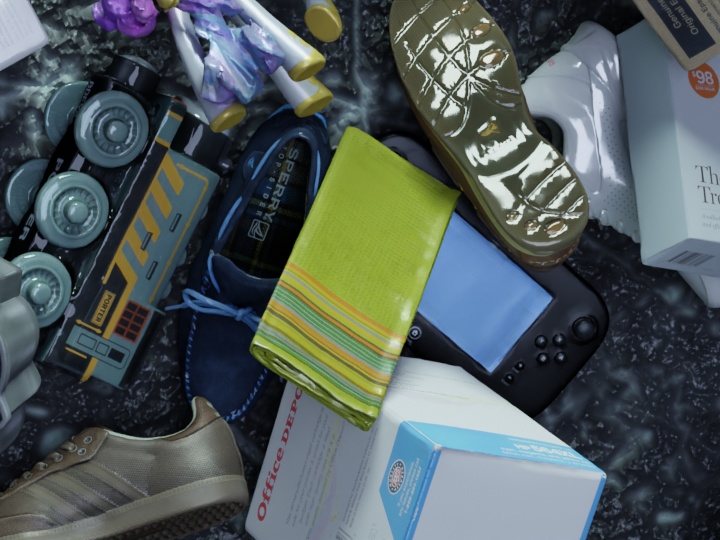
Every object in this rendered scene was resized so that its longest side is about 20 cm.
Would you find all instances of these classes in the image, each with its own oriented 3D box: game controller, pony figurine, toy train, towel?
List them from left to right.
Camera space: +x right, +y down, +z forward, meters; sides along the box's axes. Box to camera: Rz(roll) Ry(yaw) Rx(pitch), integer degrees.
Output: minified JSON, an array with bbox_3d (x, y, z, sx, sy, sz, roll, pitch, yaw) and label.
[{"bbox_3d":[-0.154,-0.025,1.714,0.114,0.085,0.201,28,86,-27],"label":"toy train"},{"bbox_3d":[-0.103,-0.178,1.645,0.166,0.193,0.200,-40,79,28],"label":"pony figurine"},{"bbox_3d":[0.000,0.000,1.678,0.086,0.018,0.200,34,45,-12],"label":"towel"},{"bbox_3d":[0.060,0.005,1.789,0.200,0.042,0.104,40,84,-14],"label":"game controller"}]

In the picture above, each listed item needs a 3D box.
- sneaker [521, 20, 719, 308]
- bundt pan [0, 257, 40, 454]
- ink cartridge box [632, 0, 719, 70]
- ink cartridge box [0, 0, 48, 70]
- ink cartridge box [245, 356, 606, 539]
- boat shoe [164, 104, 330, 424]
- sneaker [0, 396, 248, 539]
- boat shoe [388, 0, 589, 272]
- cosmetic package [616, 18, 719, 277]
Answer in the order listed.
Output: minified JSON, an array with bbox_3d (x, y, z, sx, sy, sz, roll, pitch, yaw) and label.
[{"bbox_3d":[0.164,-0.051,1.803,0.099,0.078,0.200,-34,93,-3],"label":"sneaker"},{"bbox_3d":[-0.266,0.039,1.649,0.201,0.076,0.203,8,108,26],"label":"bundt pan"},{"bbox_3d":[0.186,-0.240,1.715,0.075,0.200,0.165,-30,110,27],"label":"ink cartridge box"},{"bbox_3d":[-0.298,-0.136,1.669,0.199,0.067,0.117,-30,101,-12],"label":"ink cartridge box"},{"bbox_3d":[0.030,0.132,1.713,0.125,0.200,0.129,10,105,-31],"label":"ink cartridge box"},{"bbox_3d":[-0.071,-0.002,1.729,0.084,0.069,0.201,10,100,-4],"label":"boat shoe"},{"bbox_3d":[-0.168,0.135,1.731,0.199,0.070,0.076,-14,68,0],"label":"sneaker"},{"bbox_3d":[0.072,-0.085,1.752,0.072,0.068,0.201,-23,70,-13],"label":"boat shoe"},{"bbox_3d":[0.255,-0.069,1.772,0.199,0.052,0.152,9,65,-34],"label":"cosmetic package"}]
